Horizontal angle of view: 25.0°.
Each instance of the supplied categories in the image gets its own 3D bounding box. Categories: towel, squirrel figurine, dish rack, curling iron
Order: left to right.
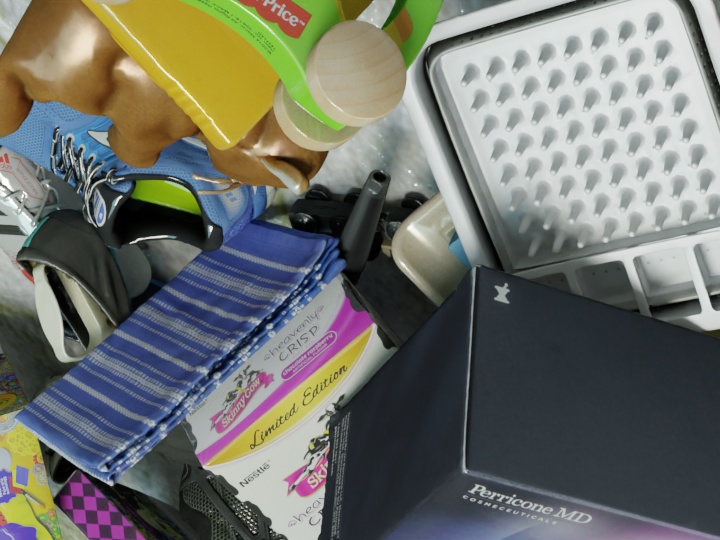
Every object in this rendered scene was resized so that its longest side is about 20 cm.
[{"bbox_3d":[-0.111,0.039,0.987,0.144,0.200,0.024,16,144,57],"label":"towel"},{"bbox_3d":[-0.087,-0.124,0.909,0.186,0.142,0.200,32,140,-8],"label":"squirrel figurine"},{"bbox_3d":[0.000,0.000,1.003,0.049,0.026,0.201,2,144,-5],"label":"curling iron"},{"bbox_3d":[0.125,-0.058,0.837,0.170,0.044,0.202,-12,116,28],"label":"dish rack"}]

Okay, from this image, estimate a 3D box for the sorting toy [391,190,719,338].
[{"bbox_3d":[0.141,-0.004,0.911,0.185,0.037,0.200,44,121,-11],"label":"sorting toy"}]

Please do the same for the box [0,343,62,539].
[{"bbox_3d":[-0.299,0.169,1.208,0.193,0.121,0.202,-138,36,-61],"label":"box"}]

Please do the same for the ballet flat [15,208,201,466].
[{"bbox_3d":[-0.167,0.057,1.074,0.068,0.068,0.201,-19,104,48],"label":"ballet flat"}]

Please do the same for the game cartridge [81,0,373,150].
[{"bbox_3d":[-0.077,-0.192,0.815,0.200,0.176,0.032,48,163,-15],"label":"game cartridge"}]

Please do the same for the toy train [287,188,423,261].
[{"bbox_3d":[0.047,-0.018,0.993,0.198,0.034,0.046,6,133,27],"label":"toy train"}]

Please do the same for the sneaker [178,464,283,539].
[{"bbox_3d":[-0.045,0.185,1.165,0.197,0.115,0.076,20,174,15],"label":"sneaker"}]

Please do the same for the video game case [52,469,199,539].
[{"bbox_3d":[-0.119,0.238,1.209,0.200,0.036,0.181,40,178,25],"label":"video game case"}]

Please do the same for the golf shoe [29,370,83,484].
[{"bbox_3d":[-0.223,0.126,1.241,0.078,0.098,0.200,39,139,-10],"label":"golf shoe"}]

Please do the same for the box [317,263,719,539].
[{"bbox_3d":[0.103,0.116,0.881,0.198,0.124,0.199,16,146,-16],"label":"box"}]

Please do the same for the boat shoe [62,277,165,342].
[{"bbox_3d":[-0.125,0.064,1.144,0.198,0.069,0.085,18,135,16],"label":"boat shoe"}]

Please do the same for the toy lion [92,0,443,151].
[{"bbox_3d":[-0.039,-0.188,0.783,0.199,0.193,0.069,34,159,-13],"label":"toy lion"}]

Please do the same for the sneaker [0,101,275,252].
[{"bbox_3d":[-0.157,-0.069,1.030,0.198,0.089,0.079,20,135,14],"label":"sneaker"}]

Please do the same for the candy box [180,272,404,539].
[{"bbox_3d":[-0.006,0.112,1.028,0.200,0.136,0.061,48,-177,-42],"label":"candy box"}]

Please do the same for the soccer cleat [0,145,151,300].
[{"bbox_3d":[-0.228,-0.048,1.110,0.199,0.069,0.085,34,144,6],"label":"soccer cleat"}]
